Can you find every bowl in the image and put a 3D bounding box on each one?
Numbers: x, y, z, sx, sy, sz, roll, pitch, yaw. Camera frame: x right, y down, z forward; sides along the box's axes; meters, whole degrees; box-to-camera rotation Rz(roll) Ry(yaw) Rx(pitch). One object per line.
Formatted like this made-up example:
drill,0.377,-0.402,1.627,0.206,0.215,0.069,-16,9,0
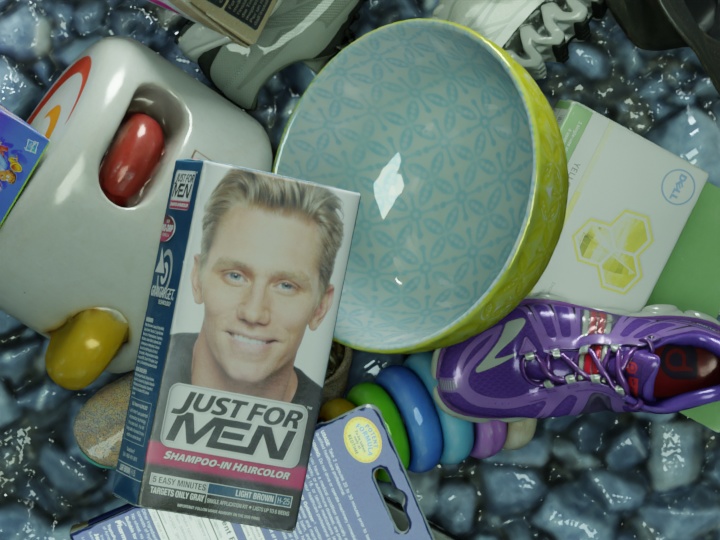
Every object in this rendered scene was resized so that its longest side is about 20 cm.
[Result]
bowl,0.053,-0.042,1.602,0.199,0.107,0.201,-8,77,37

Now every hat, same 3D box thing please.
hat,0.193,-0.193,1.673,0.081,0.200,0.202,-15,89,34

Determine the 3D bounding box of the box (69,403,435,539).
box,-0.059,0.170,1.600,0.199,0.032,0.122,-23,92,0

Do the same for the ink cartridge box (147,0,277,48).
ink cartridge box,-0.114,-0.251,1.652,0.200,0.075,0.165,27,89,38

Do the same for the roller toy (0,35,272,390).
roller toy,-0.145,-0.036,1.638,0.139,0.200,0.183,33,107,-16

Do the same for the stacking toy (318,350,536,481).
stacking toy,0.006,0.100,1.663,0.199,0.085,0.086,-19,89,-19

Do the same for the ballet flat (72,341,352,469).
ballet flat,-0.087,0.069,1.655,0.199,0.067,0.068,-16,61,-38

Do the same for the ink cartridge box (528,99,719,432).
ink cartridge box,0.181,0.001,1.685,0.199,0.048,0.146,27,90,-11

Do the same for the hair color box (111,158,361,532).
hair color box,-0.072,0.043,1.541,0.100,0.060,0.201,11,89,-20

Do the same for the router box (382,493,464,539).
router box,-0.030,0.203,1.707,0.199,0.051,0.150,29,90,3

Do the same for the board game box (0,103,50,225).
board game box,-0.262,-0.048,1.641,0.045,0.200,0.135,31,91,-22

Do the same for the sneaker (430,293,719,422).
sneaker,0.142,0.053,1.616,0.199,0.083,0.081,-4,97,-11

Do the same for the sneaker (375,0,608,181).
sneaker,0.066,-0.130,1.704,0.200,0.075,0.081,-44,81,-7

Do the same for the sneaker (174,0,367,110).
sneaker,-0.020,-0.179,1.707,0.200,0.074,0.079,-35,100,6
